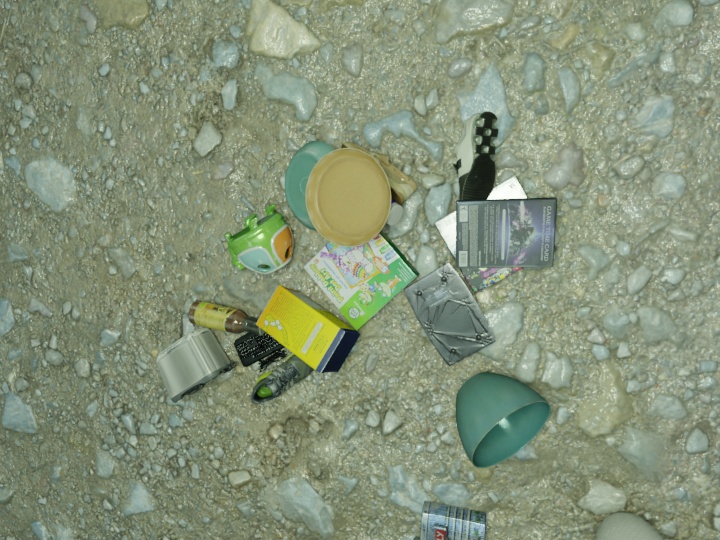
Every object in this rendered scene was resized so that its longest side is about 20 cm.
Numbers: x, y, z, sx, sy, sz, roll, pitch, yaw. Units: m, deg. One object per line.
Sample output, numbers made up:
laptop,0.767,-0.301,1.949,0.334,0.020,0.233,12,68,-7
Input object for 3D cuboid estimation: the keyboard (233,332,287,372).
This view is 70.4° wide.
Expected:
keyboard,-0.229,0.185,1.278,0.199,0.040,0.105,-29,87,18

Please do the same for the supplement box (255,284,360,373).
supplement box,-0.120,0.136,1.178,0.199,0.109,0.110,33,92,21

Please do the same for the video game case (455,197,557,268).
video game case,0.296,-0.075,1.050,0.197,0.019,0.145,-1,109,8

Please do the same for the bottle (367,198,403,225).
bottle,0.007,-0.161,1.118,0.199,0.065,0.084,36,123,34

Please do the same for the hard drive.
hard drive,0.200,0.096,1.142,0.134,0.042,0.201,-32,87,17

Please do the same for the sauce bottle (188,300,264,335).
sauce bottle,-0.334,0.124,1.289,0.198,0.065,0.066,11,100,13

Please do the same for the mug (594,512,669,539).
mug,0.576,0.580,1.024,0.198,0.175,0.150,-2,97,16

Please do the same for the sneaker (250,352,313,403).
sneaker,-0.189,0.268,1.251,0.199,0.081,0.074,-39,96,19

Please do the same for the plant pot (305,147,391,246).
plant pot,-0.024,-0.151,1.064,0.198,0.027,0.203,4,100,24

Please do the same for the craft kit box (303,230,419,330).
craft kit box,0.000,0.000,1.189,0.197,0.048,0.200,-44,84,19

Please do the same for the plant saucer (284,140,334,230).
plant saucer,-0.114,-0.191,1.157,0.199,0.036,0.203,8,102,43

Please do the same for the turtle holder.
turtle holder,-0.244,-0.056,1.203,0.184,0.141,0.133,-28,106,8

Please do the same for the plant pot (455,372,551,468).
plant pot,0.280,0.297,1.084,0.201,0.199,0.135,-51,45,15

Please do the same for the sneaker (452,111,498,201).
sneaker,0.236,-0.226,1.077,0.073,0.088,0.202,6,97,-24

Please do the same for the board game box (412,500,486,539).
board game box,0.190,0.662,1.204,0.197,0.062,0.203,4,98,15

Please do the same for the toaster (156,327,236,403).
toaster,-0.423,0.235,1.302,0.199,0.114,0.130,-33,85,19

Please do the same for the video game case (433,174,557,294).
video game case,0.288,-0.075,1.099,0.199,0.036,0.182,-31,88,17

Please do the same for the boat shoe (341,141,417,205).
boat shoe,0.039,-0.226,1.143,0.064,0.071,0.200,-41,75,-18
